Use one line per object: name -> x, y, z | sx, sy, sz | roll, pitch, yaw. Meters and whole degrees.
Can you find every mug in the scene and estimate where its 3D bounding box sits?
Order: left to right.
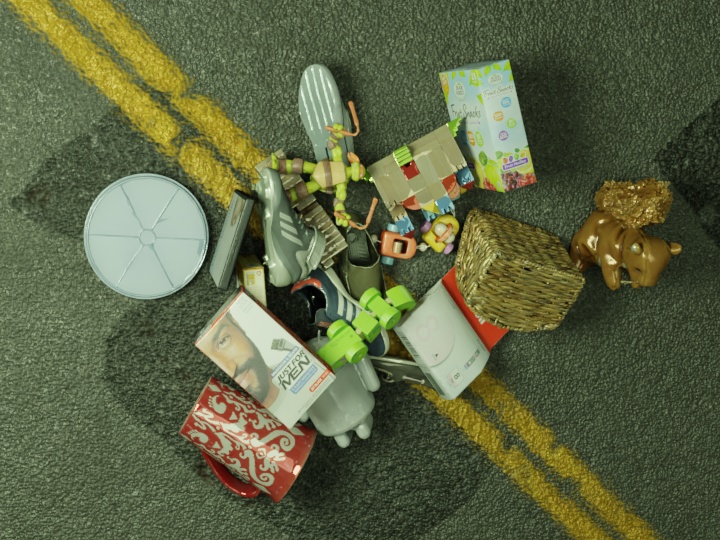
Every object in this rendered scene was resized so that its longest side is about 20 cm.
mug -> -0.199, 0.290, 1.741 | 0.199, 0.133, 0.179 | 32, 97, -6

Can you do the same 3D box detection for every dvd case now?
dvd case -> -0.202, -0.052, 1.652 | 0.017, 0.200, 0.145 | 17, 94, -13

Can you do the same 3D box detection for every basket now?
basket -> 0.260, 0.007, 1.827 | 0.198, 0.150, 0.144 | 15, 119, -23

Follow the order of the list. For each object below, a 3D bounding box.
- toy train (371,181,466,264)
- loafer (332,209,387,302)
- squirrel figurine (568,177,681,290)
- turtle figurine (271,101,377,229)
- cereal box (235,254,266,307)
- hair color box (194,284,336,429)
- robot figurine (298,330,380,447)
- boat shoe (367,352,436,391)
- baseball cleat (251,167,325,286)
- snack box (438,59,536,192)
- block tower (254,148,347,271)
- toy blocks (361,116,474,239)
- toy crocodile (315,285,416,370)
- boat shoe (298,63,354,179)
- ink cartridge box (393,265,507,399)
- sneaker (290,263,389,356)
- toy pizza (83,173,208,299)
toy train -> 0.106, -0.098, 1.797 | 0.148, 0.056, 0.203 | 14, 96, -16
loafer -> 0.000, 0.000, 1.778 | 0.074, 0.070, 0.203 | -21, 103, -10
squirrel figurine -> 0.467, -0.063, 1.822 | 0.139, 0.187, 0.203 | 6, 97, -14
turtle figurine -> -0.060, -0.161, 1.677 | 0.159, 0.064, 0.203 | -6, 92, -7
cereal box -> -0.174, 0.084, 1.712 | 0.039, 0.144, 0.203 | -5, 99, -12
hair color box -> -0.146, 0.133, 1.620 | 0.200, 0.064, 0.111 | 43, 90, -13
robot figurine -> -0.049, 0.195, 1.775 | 0.168, 0.113, 0.202 | -27, 105, 12
boat shoe -> 0.088, 0.183, 1.832 | 0.197, 0.067, 0.058 | 11, 92, -19
baseball cleat -> -0.108, -0.073, 1.636 | 0.105, 0.070, 0.202 | -13, 125, -19
snack box -> 0.207, -0.238, 1.740 | 0.067, 0.168, 0.203 | -17, 102, -13
block tower -> -0.093, -0.098, 1.721 | 0.057, 0.054, 0.201 | -33, 87, -5
toy blocks -> 0.108, -0.143, 1.742 | 0.198, 0.100, 0.138 | -28, 91, 5
toy crocodile -> 0.006, 0.095, 1.715 | 0.200, 0.062, 0.067 | -43, 62, -13
boat shoe -> -0.052, -0.238, 1.733 | 0.073, 0.067, 0.203 | -1, 105, 25
ink cartridge box -> 0.170, 0.095, 1.815 | 0.200, 0.057, 0.163 | -41, 104, -18
sneaker -> -0.039, 0.081, 1.760 | 0.200, 0.075, 0.085 | 46, 49, -3
toy pizza -> -0.345, -0.055, 1.705 | 0.197, 0.032, 0.204 | -3, 100, -15
